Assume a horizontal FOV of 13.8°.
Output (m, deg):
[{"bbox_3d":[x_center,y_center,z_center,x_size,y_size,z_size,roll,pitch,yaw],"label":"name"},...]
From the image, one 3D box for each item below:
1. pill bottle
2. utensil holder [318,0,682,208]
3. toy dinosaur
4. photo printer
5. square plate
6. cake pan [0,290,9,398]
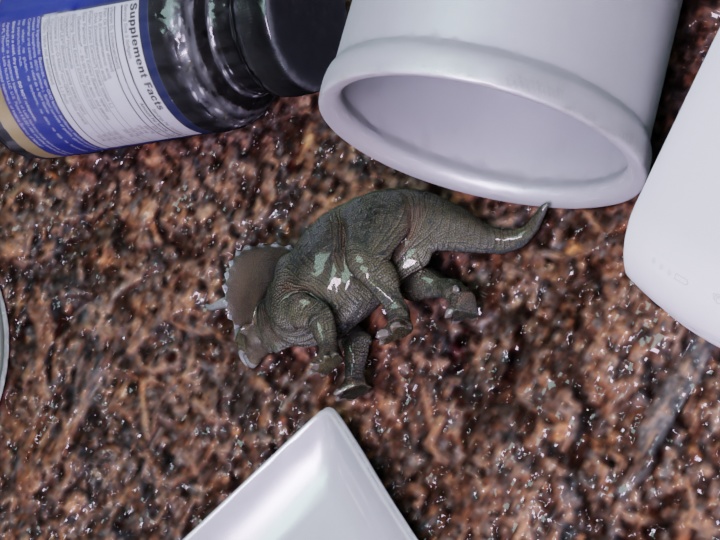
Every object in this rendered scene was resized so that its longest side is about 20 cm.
[{"bbox_3d":[-0.112,-0.128,1.657,0.199,0.112,0.112,-7,66,31],"label":"pill bottle"},{"bbox_3d":[0.085,-0.154,1.506,0.170,0.170,0.201,4,69,35],"label":"utensil holder"},{"bbox_3d":[0.000,0.000,1.551,0.200,0.077,0.102,-35,62,20],"label":"toy dinosaur"},{"bbox_3d":[0.225,-0.049,1.425,0.166,0.069,0.200,23,83,38],"label":"photo printer"},{"bbox_3d":[-0.036,0.204,1.517,0.200,0.028,0.198,-43,53,11],"label":"square plate"},{"bbox_3d":[-0.295,0.062,1.744,0.200,0.037,0.201,-13,63,28],"label":"cake pan"}]
